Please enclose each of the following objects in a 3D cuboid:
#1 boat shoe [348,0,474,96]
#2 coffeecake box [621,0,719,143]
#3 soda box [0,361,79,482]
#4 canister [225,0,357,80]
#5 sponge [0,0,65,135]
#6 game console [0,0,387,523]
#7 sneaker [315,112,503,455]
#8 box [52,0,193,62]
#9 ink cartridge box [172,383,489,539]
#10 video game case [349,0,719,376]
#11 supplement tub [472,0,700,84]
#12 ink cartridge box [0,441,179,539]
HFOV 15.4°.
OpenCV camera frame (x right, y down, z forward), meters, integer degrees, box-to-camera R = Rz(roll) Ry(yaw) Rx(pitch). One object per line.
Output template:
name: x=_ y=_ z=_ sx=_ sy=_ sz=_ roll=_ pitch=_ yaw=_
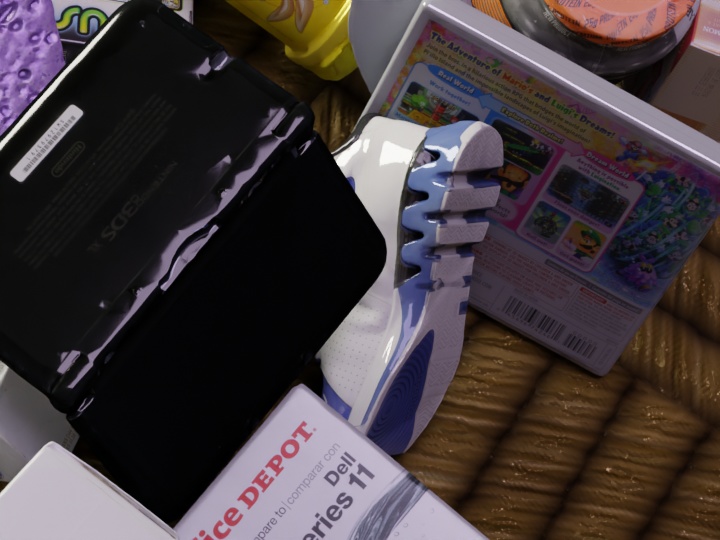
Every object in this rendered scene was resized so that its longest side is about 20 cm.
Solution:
boat shoe: x=0.042 y=-0.127 z=1.523 sx=0.072 sy=0.200 sz=0.068 roll=1 pitch=51 yaw=16
coffeecake box: x=0.220 y=-0.165 z=1.616 sx=0.073 sy=0.154 sz=0.200 roll=18 pitch=59 yaw=-7
soda box: x=-0.164 y=0.014 z=1.429 sx=0.068 sy=0.064 sz=0.200 roll=48 pitch=53 yaw=-40
canister: x=-0.056 y=-0.227 z=1.546 sx=0.200 sy=0.087 sz=0.149 roll=35 pitch=84 yaw=-20
sponge: x=-0.225 y=-0.129 z=1.490 sx=0.111 sy=0.030 sz=0.201 roll=-12 pitch=88 yaw=-22
game console: x=-0.108 y=-0.006 z=1.367 sx=0.176 sy=0.116 sz=0.200 roll=36 pitch=71 yaw=12
sneaker: x=0.000 y=-0.001 z=1.481 sx=0.115 sy=0.081 sz=0.200 roll=21 pitch=99 yaw=28
box: x=-0.198 y=-0.174 z=1.559 sx=0.199 sy=0.035 sz=0.110 roll=8 pitch=61 yaw=-14
ink cartridge box: x=-0.005 y=0.177 z=1.383 sx=0.200 sy=0.083 sz=0.147 roll=39 pitch=79 yaw=6
video game case: x=0.091 y=-0.046 z=1.497 sx=0.200 sy=0.182 sz=0.024 roll=29 pitch=44 yaw=-1
supplement tub: x=0.125 y=-0.164 z=1.546 sx=0.122 sy=0.200 sz=0.123 roll=1 pitch=86 yaw=-12
ink cartridge box: x=-0.176 y=0.190 z=1.275 sx=0.085 sy=0.200 sz=0.145 roll=38 pitch=58 yaw=4
